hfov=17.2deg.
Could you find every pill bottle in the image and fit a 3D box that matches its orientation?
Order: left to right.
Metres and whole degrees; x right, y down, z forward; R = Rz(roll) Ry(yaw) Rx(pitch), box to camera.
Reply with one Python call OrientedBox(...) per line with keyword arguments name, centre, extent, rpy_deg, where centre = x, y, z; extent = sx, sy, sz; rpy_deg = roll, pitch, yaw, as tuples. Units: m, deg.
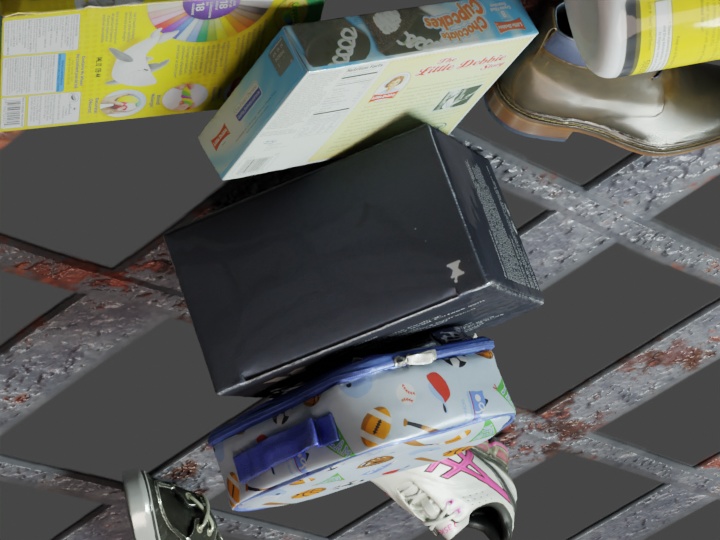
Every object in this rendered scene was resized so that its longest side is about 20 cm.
OrientedBox(name="pill bottle", centre=(0.228, -0.187, 1.453), extent=(0.198, 0.113, 0.112), rpy_deg=(-10, 150, -7))

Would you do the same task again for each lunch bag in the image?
OrientedBox(name="lunch bag", centre=(-0.002, 0.102, 1.609), extent=(0.159, 0.076, 0.200), rpy_deg=(-8, 166, -41))

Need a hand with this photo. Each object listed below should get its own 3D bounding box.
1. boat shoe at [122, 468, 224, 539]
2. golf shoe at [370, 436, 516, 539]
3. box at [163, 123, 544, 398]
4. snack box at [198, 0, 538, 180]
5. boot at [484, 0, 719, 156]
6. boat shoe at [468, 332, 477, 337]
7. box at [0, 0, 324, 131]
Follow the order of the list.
OrientedBox(name="boat shoe", centre=(-0.154, 0.209, 2.004), extent=(0.063, 0.071, 0.200), rpy_deg=(-15, 158, 2))
OrientedBox(name="golf shoe", centre=(0.064, 0.178, 2.020), extent=(0.199, 0.093, 0.072), rpy_deg=(18, 139, -41))
OrientedBox(name="box", centre=(0.000, 0.000, 1.608), extent=(0.195, 0.118, 0.200), rpy_deg=(-22, 171, 12))
OrientedBox(name="snack box", centre=(0.007, -0.117, 1.494), extent=(0.199, 0.037, 0.116), rpy_deg=(-13, 156, -41))
OrientedBox(name="boot", centre=(0.189, -0.131, 1.571), extent=(0.198, 0.075, 0.097), rpy_deg=(-1, 151, -18))
OrientedBox(name="boat shoe", centre=(0.058, 0.072, 1.771), extent=(0.072, 0.062, 0.200), rpy_deg=(-27, -171, -5))
OrientedBox(name="box", centre=(-0.122, -0.143, 1.440), extent=(0.198, 0.049, 0.118), rpy_deg=(-5, 149, -14))
